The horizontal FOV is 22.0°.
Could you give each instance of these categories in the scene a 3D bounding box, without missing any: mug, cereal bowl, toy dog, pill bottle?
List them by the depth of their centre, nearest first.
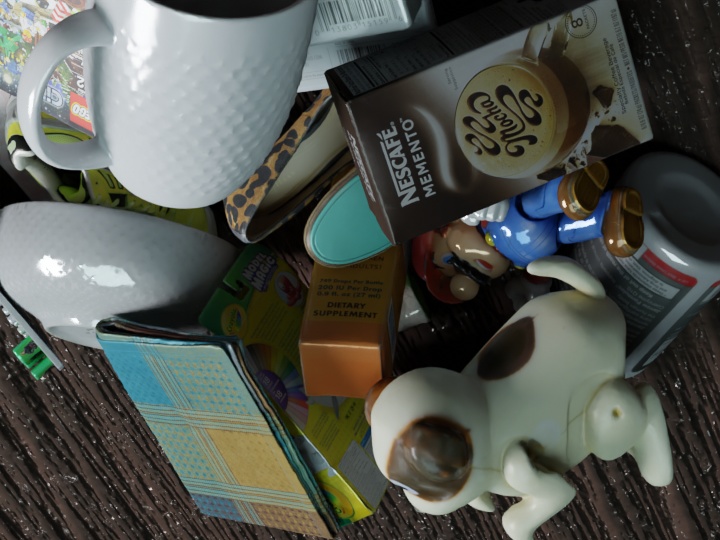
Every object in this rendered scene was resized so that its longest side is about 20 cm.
[{"bbox_3d":[-0.131,-0.129,1.203,0.199,0.148,0.177,-19,141,-33],"label":"mug"},{"bbox_3d":[0.104,0.104,1.324,0.198,0.140,0.196,-20,126,-16],"label":"toy dog"},{"bbox_3d":[-0.192,0.013,1.434,0.198,0.084,0.200,9,167,2],"label":"cereal bowl"},{"bbox_3d":[0.204,0.011,1.441,0.113,0.115,0.200,24,135,-13],"label":"pill bottle"}]

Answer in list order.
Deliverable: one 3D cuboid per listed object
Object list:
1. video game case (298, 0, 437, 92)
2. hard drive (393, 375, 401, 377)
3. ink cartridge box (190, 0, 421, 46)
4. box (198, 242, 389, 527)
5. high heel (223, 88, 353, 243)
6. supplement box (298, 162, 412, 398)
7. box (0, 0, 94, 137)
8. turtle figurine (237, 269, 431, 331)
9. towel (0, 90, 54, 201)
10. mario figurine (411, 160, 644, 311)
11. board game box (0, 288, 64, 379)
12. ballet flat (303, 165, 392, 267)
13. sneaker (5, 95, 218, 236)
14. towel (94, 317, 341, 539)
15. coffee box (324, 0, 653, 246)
[{"bbox_3d":[-0.054,-0.211,1.306,0.198,0.023,0.183,-5,121,18],"label":"video game case"},{"bbox_3d":[0.064,0.111,1.547,0.131,0.026,0.199,12,169,-26],"label":"hard drive"},{"bbox_3d":[-0.076,-0.233,1.258,0.198,0.044,0.175,-7,120,20],"label":"ink cartridge box"},{"bbox_3d":[-0.047,0.084,1.408,0.048,0.118,0.201,-26,110,36],"label":"box"},{"bbox_3d":[-0.010,-0.092,1.357,0.199,0.143,0.071,-22,126,30],"label":"high heel"},{"bbox_3d":[0.000,0.000,1.408,0.066,0.201,0.069,2,137,9],"label":"supplement box"},{"bbox_3d":[-0.246,-0.193,1.315,0.199,0.038,0.138,27,132,19],"label":"box"},{"bbox_3d":[-0.052,0.033,1.548,0.193,0.200,0.145,-30,102,12],"label":"turtle figurine"},{"bbox_3d":[-0.223,-0.140,1.435,0.198,0.032,0.191,-16,131,27],"label":"towel"},{"bbox_3d":[0.112,-0.013,1.373,0.199,0.106,0.124,-17,101,49],"label":"mario figurine"},{"bbox_3d":[-0.331,-0.019,1.483,0.026,0.200,0.201,-39,126,-7],"label":"board game box"},{"bbox_3d":[0.038,-0.081,1.373,0.200,0.072,0.068,-44,108,7],"label":"ballet flat"},{"bbox_3d":[-0.197,-0.062,1.434,0.199,0.077,0.075,34,132,-25],"label":"sneaker"},{"bbox_3d":[-0.105,0.118,1.378,0.146,0.022,0.201,6,135,39],"label":"towel"},{"bbox_3d":[0.088,-0.114,1.284,0.198,0.080,0.114,-23,115,-5],"label":"coffee box"}]
